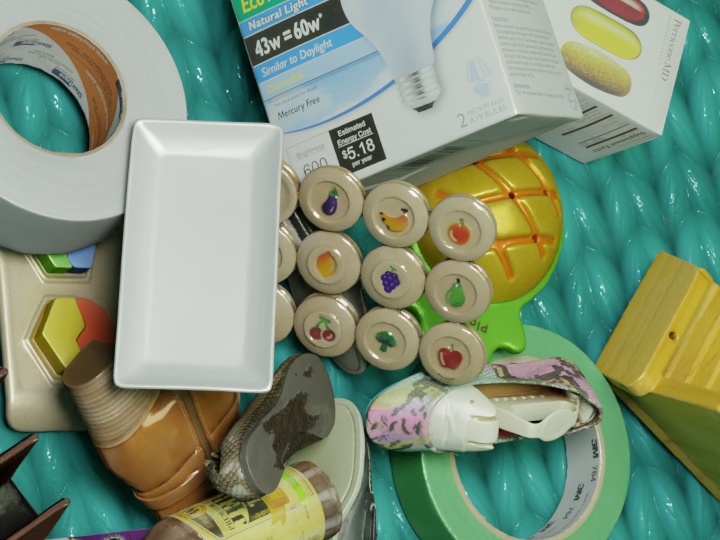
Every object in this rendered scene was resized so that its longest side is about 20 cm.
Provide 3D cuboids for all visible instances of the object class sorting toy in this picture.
[{"bbox_3d":[-0.174,0.014,1.672,0.185,0.036,0.201,1,79,-31],"label":"sorting toy"}]

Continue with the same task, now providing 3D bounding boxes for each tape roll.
[{"bbox_3d":[-0.226,-0.115,1.630,0.200,0.066,0.201,13,62,-27],"label":"tape roll"},{"bbox_3d":[0.119,0.144,1.816,0.200,0.048,0.201,7,77,-30],"label":"tape roll"}]

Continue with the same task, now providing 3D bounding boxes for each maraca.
[{"bbox_3d":[0.092,-0.022,1.795,0.137,0.107,0.201,20,64,-12],"label":"maraca"}]

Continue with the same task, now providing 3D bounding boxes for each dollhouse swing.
[{"bbox_3d":[0.325,0.099,1.859,0.200,0.176,0.182,45,61,-24],"label":"dollhouse swing"}]

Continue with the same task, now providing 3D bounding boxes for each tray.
[{"bbox_3d":[-0.109,-0.009,1.582,0.107,0.022,0.201,2,67,0],"label":"tray"}]

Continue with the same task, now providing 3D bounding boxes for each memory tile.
[{"bbox_3d":[0.000,0.000,1.683,0.017,0.199,0.154,-51,149,-60],"label":"memory tile"}]

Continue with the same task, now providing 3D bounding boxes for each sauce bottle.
[{"bbox_3d":[-0.104,0.193,1.609,0.200,0.065,0.065,-22,91,-37],"label":"sauce bottle"}]

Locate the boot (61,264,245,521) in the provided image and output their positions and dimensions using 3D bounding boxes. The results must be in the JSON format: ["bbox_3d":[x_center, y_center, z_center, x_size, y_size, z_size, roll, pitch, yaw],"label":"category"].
[{"bbox_3d":[-0.110,0.075,1.645,0.200,0.074,0.155,-42,124,-19],"label":"boot"}]

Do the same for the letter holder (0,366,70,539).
[{"bbox_3d":[-0.290,0.168,1.495,0.200,0.142,0.101,-36,84,-32],"label":"letter holder"}]

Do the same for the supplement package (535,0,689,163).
[{"bbox_3d":[0.148,-0.186,1.866,0.200,0.109,0.114,25,68,-25],"label":"supplement package"}]

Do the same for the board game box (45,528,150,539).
[{"bbox_3d":[-0.152,0.266,1.578,0.120,0.032,0.200,0,46,-35],"label":"board game box"}]

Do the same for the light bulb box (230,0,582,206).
[{"bbox_3d":[0.029,-0.173,1.714,0.125,0.198,0.201,-3,72,-63],"label":"light bulb box"}]

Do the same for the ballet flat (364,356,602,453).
[{"bbox_3d":[0.101,0.106,1.737,0.199,0.071,0.069,-6,117,-33],"label":"ballet flat"}]

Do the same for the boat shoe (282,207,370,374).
[{"bbox_3d":[-0.033,-0.019,1.747,0.057,0.067,0.200,-32,94,-27],"label":"boat shoe"}]

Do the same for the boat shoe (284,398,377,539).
[{"bbox_3d":[-0.019,0.197,1.713,0.066,0.074,0.200,37,48,-50],"label":"boat shoe"}]

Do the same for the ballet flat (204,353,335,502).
[{"bbox_3d":[-0.064,0.113,1.646,0.068,0.046,0.200,66,23,-13],"label":"ballet flat"}]
